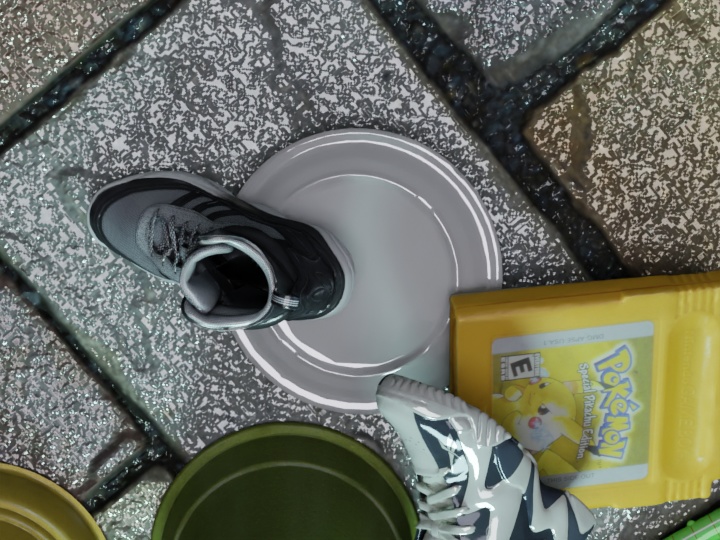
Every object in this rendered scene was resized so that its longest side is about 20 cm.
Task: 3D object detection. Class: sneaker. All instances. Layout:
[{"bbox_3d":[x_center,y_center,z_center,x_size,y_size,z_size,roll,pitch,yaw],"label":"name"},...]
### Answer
[{"bbox_3d":[0.059,0.167,1.471,0.199,0.079,0.130,43,75,-37],"label":"sneaker"},{"bbox_3d":[-0.109,-0.014,1.460,0.199,0.114,0.076,17,103,19],"label":"sneaker"}]

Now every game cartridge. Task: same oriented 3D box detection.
[{"bbox_3d":[0.160,0.090,1.530,0.198,0.033,0.178,-5,119,-6],"label":"game cartridge"}]

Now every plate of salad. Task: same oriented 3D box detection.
[{"bbox_3d":[0.000,0.000,1.526,0.198,0.048,0.202,1,101,7],"label":"plate of salad"}]

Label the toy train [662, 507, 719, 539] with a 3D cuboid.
[{"bbox_3d":[0.217,0.223,1.590,0.199,0.042,0.057,-31,92,5],"label":"toy train"}]

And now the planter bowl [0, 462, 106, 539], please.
[{"bbox_3d":[-0.272,0.243,1.553,0.199,0.083,0.202,-1,103,-3],"label":"planter bowl"}]

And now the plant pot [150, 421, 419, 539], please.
[{"bbox_3d":[-0.051,0.227,1.503,0.198,0.190,0.202,0,103,-1],"label":"plant pot"}]
